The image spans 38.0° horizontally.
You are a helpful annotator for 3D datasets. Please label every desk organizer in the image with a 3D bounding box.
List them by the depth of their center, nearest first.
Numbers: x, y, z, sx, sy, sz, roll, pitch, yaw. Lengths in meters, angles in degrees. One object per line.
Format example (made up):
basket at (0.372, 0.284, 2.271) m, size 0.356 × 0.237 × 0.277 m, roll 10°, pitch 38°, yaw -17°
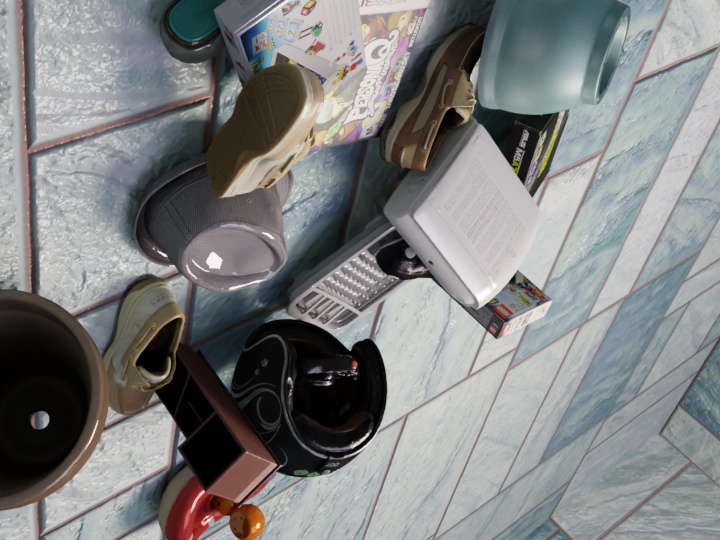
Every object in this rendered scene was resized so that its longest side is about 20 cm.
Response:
desk organizer at (-0.186, 0.173, 1.227) m, size 0.072 × 0.200 × 0.077 m, roll -44°, pitch 147°, yaw 3°

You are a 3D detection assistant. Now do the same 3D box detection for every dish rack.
dish rack at (0.000, 0.000, 1.391) m, size 0.200 × 0.044 × 0.172 m, roll -36°, pitch 154°, yaw 11°

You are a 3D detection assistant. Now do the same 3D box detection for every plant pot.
plant pot at (-0.331, 0.137, 1.012) m, size 0.200 × 0.200 × 0.175 m, roll -40°, pitch 168°, yaw -12°
plant pot at (0.238, -0.270, 1.238) m, size 0.201 × 0.134 × 0.201 m, roll -55°, pitch 158°, yaw -36°

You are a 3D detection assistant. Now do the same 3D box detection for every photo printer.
photo printer at (0.136, -0.064, 1.297) m, size 0.167 × 0.069 × 0.200 m, roll -54°, pitch 125°, yaw -17°

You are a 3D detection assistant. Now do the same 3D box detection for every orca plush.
orca plush at (0.104, 0.001, 1.374) m, size 0.105 × 0.071 × 0.200 m, roll -41°, pitch 153°, yaw 20°

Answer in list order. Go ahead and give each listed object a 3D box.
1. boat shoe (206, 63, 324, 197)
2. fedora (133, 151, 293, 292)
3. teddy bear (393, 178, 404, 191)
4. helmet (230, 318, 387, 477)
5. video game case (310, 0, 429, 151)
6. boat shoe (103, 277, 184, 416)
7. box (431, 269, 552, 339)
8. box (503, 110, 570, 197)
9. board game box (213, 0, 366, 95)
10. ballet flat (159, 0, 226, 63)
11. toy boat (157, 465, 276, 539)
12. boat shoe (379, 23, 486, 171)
boat shoe at (-0.077, -0.129, 0.960) m, size 0.069 × 0.074 × 0.200 m, roll -8°, pitch 166°, yaw -32°
fedora at (-0.138, -0.039, 1.099) m, size 0.177 × 0.090 × 0.200 m, roll -40°, pitch 151°, yaw 13°
teddy bear at (0.110, -0.077, 1.406) m, size 0.200 × 0.144 × 0.067 m, roll 104°, pitch -4°, yaw -74°
helmet at (-0.072, 0.157, 1.313) m, size 0.200 × 0.201 × 0.190 m, roll -30°, pitch -173°, yaw -29°
video game case at (-0.021, -0.219, 1.117) m, size 0.181 × 0.036 × 0.201 m, roll -17°, pitch 141°, yaw -42°
boat shoe at (-0.246, 0.102, 1.190) m, size 0.074 × 0.066 × 0.201 m, roll -21°, pitch 143°, yaw -40°
box at (0.167, 0.008, 1.505) m, size 0.110 × 0.200 × 0.035 m, roll -21°, pitch 144°, yaw -40°
box at (0.245, -0.173, 1.479) m, size 0.193 × 0.047 × 0.201 m, roll -50°, pitch 160°, yaw -42°
board game box at (-0.057, -0.212, 0.963) m, size 0.126 × 0.035 × 0.200 m, roll -38°, pitch 163°, yaw -9°
ballet flat at (-0.099, -0.258, 0.945) m, size 0.200 × 0.067 × 0.064 m, roll -39°, pitch 179°, yaw -13°
toy boat at (-0.189, 0.336, 1.510) m, size 0.200 × 0.131 × 0.131 m, roll -31°, pitch 148°, yaw -29°
boat shoe at (0.101, -0.199, 1.247) m, size 0.200 × 0.074 × 0.076 m, roll -56°, pitch 161°, yaw -11°
